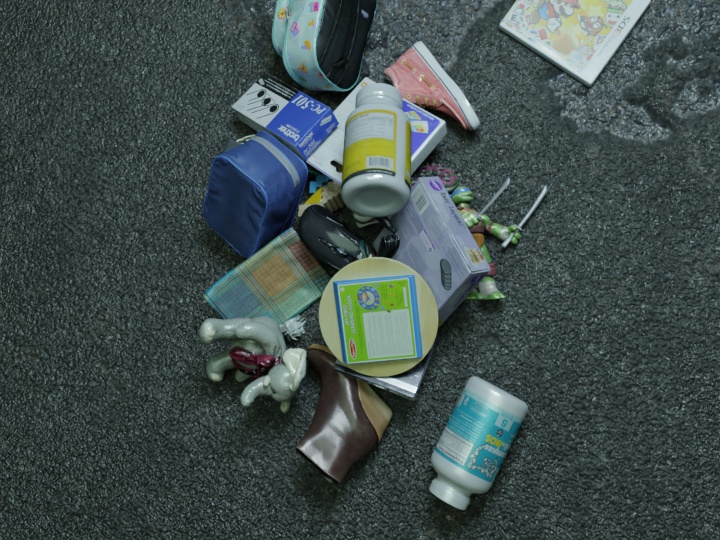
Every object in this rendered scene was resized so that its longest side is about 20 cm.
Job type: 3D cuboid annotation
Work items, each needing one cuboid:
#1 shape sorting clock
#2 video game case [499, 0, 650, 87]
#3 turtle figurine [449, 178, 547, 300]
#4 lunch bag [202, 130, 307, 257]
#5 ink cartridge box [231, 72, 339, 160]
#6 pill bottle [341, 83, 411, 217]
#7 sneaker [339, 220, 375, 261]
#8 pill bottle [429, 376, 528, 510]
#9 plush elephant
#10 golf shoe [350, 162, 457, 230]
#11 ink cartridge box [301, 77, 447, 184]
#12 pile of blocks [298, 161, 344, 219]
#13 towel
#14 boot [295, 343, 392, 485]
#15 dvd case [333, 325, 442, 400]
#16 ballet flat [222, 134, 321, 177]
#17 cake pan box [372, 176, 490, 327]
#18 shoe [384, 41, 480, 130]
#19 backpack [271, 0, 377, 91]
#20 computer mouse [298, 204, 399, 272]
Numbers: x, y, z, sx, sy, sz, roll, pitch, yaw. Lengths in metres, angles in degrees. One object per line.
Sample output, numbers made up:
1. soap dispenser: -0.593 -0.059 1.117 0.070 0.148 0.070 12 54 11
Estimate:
1. shape sorting clock: 0.029 0.077 1.372 0.196 0.039 0.203 1 105 4
2. video game case: 0.378 -0.454 1.487 0.199 0.023 0.183 37 90 13
3. turtle figurine: 0.218 -0.051 1.404 0.197 0.144 0.197 -4 87 13
4. lunch bag: -0.180 -0.131 1.473 0.136 0.201 0.132 41 49 12
5. ink cartridge box: -0.136 -0.278 1.503 0.094 0.044 0.199 -48 52 -10
6. pill bottle: 0.027 -0.197 1.356 0.110 0.112 0.203 -3 61 10
7. sneaker: 0.000 0.000 1.447 0.071 0.080 0.201 -31 64 -10
8. pill bottle: 0.187 0.286 1.381 0.110 0.111 0.202 26 89 13
9. plush elephant: -0.164 0.168 1.434 0.197 0.166 0.156 -13 55 -21
10. golf shoe: 0.076 -0.131 1.484 0.197 0.093 0.073 -14 46 -8
11. ink cartridge box: 0.017 -0.222 1.463 0.197 0.044 0.200 35 76 30
12. pile of blocks: -0.034 -0.156 1.511 0.199 0.062 0.082 -39 65 -4
13. towel: -0.159 0.034 1.482 0.199 0.022 0.147 -36 119 4
14. boot: -0.056 0.239 1.421 0.200 0.073 0.166 43 59 6
15. dvd case: 0.058 0.107 1.442 0.147 0.016 0.202 18 64 12
16. ballet flat: -0.160 -0.215 1.536 0.197 0.073 0.074 7 84 14
17. cake pan box: 0.110 -0.027 1.396 0.185 0.052 0.202 -54 54 43
18. shoe: 0.126 -0.308 1.495 0.091 0.071 0.201 -36 72 6
19. backpack: -0.068 -0.421 1.493 0.151 0.175 0.204 1 82 28
20. computer mouse: -0.027 -0.062 1.397 0.200 0.046 0.141 46 114 25
